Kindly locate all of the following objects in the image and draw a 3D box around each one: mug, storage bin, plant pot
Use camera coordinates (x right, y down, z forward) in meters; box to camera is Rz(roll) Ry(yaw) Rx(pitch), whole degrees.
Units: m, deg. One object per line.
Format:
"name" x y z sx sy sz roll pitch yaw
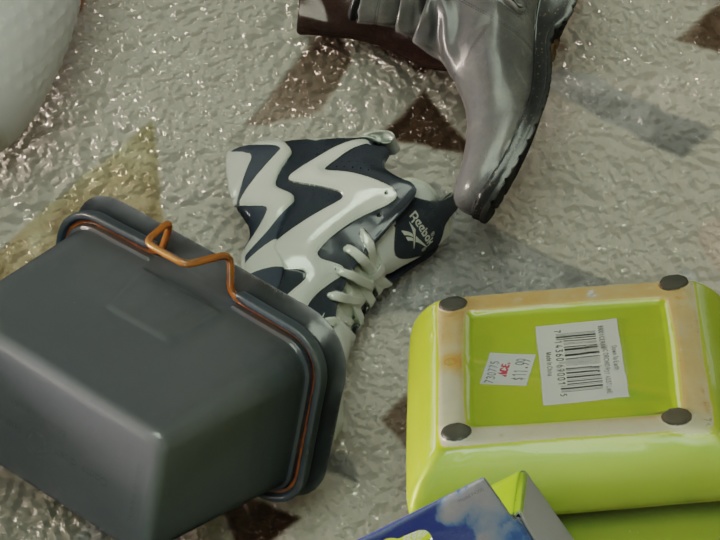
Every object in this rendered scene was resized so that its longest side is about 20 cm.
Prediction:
"mug" -0.266 -0.162 1.567 0.200 0.148 0.176 -7 67 37
"storage bin" -0.128 0.057 1.394 0.200 0.146 0.134 29 35 25
"plant pot" 0.116 0.119 1.314 0.198 0.182 0.200 -4 31 5

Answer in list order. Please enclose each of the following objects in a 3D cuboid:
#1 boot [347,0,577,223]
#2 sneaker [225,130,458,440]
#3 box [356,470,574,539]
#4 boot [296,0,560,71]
"boot" 0.050 -0.132 1.499 0.131 0.070 0.200 18 68 -1
"sneaker" 0.000 0.000 1.480 0.129 0.080 0.200 -16 53 7
"box" 0.067 0.187 1.217 0.122 0.200 0.048 -28 19 21
"boot" 0.059 -0.218 1.587 0.166 0.072 0.200 14 69 10
